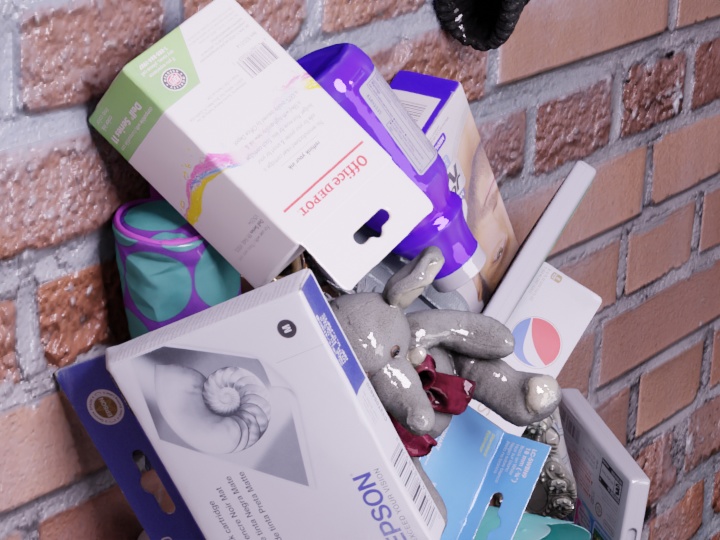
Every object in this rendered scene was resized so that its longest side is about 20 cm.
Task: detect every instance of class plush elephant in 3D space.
[{"bbox_3d":[0.022,0.072,1.518,0.165,0.200,0.155,-41,165,5],"label":"plush elephant"}]

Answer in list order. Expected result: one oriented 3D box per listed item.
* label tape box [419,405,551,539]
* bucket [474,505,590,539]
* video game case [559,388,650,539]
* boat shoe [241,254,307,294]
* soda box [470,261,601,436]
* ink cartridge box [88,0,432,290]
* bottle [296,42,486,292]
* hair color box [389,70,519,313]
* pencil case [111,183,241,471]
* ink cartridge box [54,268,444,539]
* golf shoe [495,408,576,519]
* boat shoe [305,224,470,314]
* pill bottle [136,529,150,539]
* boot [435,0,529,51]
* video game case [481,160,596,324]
[{"bbox_3d":[0.021,0.155,1.631,0.144,0.200,0.063,-65,148,-18],"label":"label tape box"},{"bbox_3d":[0.105,0.297,1.887,0.207,0.135,0.208,-27,123,-52],"label":"bucket"},{"bbox_3d":[0.209,0.230,2.000,0.024,0.200,0.182,1,110,-15],"label":"video game case"},{"bbox_3d":[-0.076,0.002,1.536,0.072,0.072,0.200,-47,139,-39],"label":"boat shoe"},{"bbox_3d":[0.127,0.095,1.855,0.200,0.064,0.068,-57,178,-21],"label":"soda box"},{"bbox_3d":[-0.063,-0.070,1.417,0.117,0.200,0.067,-43,178,-42],"label":"ink cartridge box"},{"bbox_3d":[0.019,-0.072,1.590,0.200,0.083,0.065,52,57,-21],"label":"bottle"},{"bbox_3d":[0.057,-0.049,1.744,0.109,0.065,0.200,-57,146,-27],"label":"hair color box"},{"bbox_3d":[-0.116,0.046,1.479,0.092,0.085,0.200,-101,-175,-63],"label":"pencil case"},{"bbox_3d":[-0.077,0.121,1.405,0.200,0.200,0.041,61,22,-16],"label":"ink cartridge box"},{"bbox_3d":[0.160,0.152,1.986,0.200,0.078,0.097,82,14,-50],"label":"golf shoe"},{"bbox_3d":[0.000,0.000,1.667,0.200,0.067,0.074,47,59,-29],"label":"boat shoe"},{"bbox_3d":[-0.067,0.243,1.552,0.200,0.104,0.104,25,78,-25],"label":"pill bottle"},{"bbox_3d":[0.116,-0.294,1.727,0.158,0.079,0.211,-51,141,-36],"label":"boot"},{"bbox_3d":[0.120,0.024,1.825,0.200,0.022,0.182,-57,178,-29],"label":"video game case"}]
